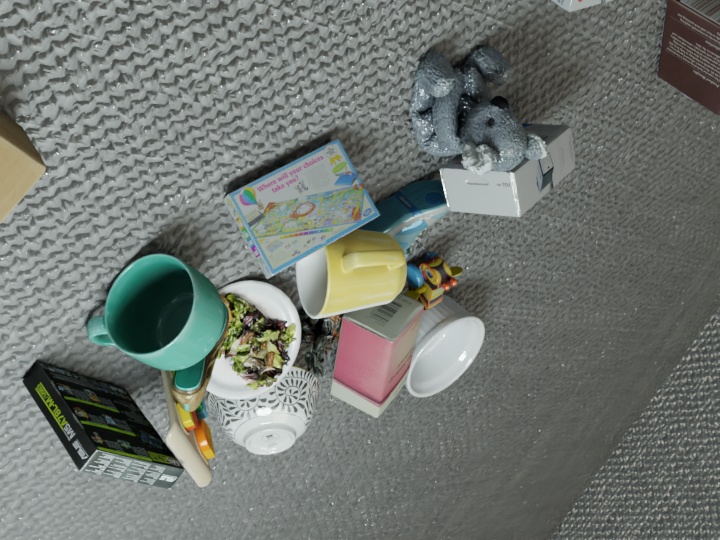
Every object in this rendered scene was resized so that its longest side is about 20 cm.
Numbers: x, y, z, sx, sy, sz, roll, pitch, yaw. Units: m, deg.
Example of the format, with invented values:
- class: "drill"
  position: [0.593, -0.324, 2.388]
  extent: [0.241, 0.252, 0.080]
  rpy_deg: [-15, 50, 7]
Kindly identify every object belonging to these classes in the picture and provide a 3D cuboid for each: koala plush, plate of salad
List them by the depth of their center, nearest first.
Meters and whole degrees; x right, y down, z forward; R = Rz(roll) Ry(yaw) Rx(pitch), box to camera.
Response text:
- class: "koala plush"
  position: [0.191, -0.226, 1.698]
  extent: [0.176, 0.200, 0.185]
  rpy_deg: [-16, 137, -37]
- class: "plate of salad"
  position: [-0.183, 0.116, 1.729]
  extent: [0.198, 0.048, 0.202]
  rpy_deg: [-8, 107, -26]

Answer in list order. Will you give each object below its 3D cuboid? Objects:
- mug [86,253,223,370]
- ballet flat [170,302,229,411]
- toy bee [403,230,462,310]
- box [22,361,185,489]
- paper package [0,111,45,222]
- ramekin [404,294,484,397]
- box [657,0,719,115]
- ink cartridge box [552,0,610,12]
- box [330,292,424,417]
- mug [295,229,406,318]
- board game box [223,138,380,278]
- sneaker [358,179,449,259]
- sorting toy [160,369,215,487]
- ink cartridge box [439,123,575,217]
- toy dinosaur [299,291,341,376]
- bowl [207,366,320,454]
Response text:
- class: "mug"
  position: [-0.286, 0.062, 1.549]
  extent: [0.114, 0.184, 0.153]
  rpy_deg: [40, 70, -59]
- class: "ballet flat"
  position: [-0.242, 0.133, 1.625]
  extent: [0.067, 0.201, 0.073]
  rpy_deg: [6, 133, 1]
- class: "toy bee"
  position: [0.128, 0.016, 1.968]
  extent: [0.131, 0.109, 0.200]
  rpy_deg: [-40, 146, -5]
- class: "box"
  position: [-0.374, 0.228, 1.566]
  extent: [0.048, 0.193, 0.200]
  rpy_deg: [-47, 147, 7]
- class: "paper package"
  position: [-0.480, -0.115, 1.174]
  extent: [0.191, 0.103, 0.200]
  rpy_deg: [-48, 146, 1]
- class: "ramekin"
  position: [0.142, 0.143, 2.124]
  extent: [0.199, 0.098, 0.202]
  rpy_deg: [-29, 144, -24]
- class: "box"
  position: [0.688, -0.444, 2.040]
  extent: [0.164, 0.166, 0.201]
  rpy_deg: [-34, 145, -18]
- class: "ink cartridge box"
  position: [0.392, -0.514, 1.718]
  extent: [0.199, 0.084, 0.147]
  rpy_deg: [-21, 139, -32]
- class: "box"
  position: [0.029, 0.144, 1.959]
  extent: [0.128, 0.108, 0.201]
  rpy_deg: [-46, 155, -44]
- class: "mug"
  position: [-0.003, 0.006, 1.709]
  extent: [0.152, 0.187, 0.151]
  rpy_deg: [-2, 114, -23]
- class: "board game box"
  position: [-0.086, -0.094, 1.602]
  extent: [0.199, 0.135, 0.034]
  rpy_deg: [-29, -179, -22]
- class: "sneaker"
  position: [0.083, -0.071, 1.856]
  extent: [0.198, 0.080, 0.131]
  rpy_deg: [-24, 140, -15]
- class: "sorting toy"
  position: [-0.269, 0.211, 1.671]
  extent: [0.036, 0.201, 0.186]
  rpy_deg: [-14, 143, 2]
- class: "ink cartridge box"
  position: [0.250, -0.174, 1.808]
  extent: [0.200, 0.145, 0.087]
  rpy_deg: [-40, 126, -40]
- class: "toy dinosaur"
  position: [-0.082, 0.095, 1.857]
  extent: [0.136, 0.101, 0.201]
  rpy_deg: [-55, 138, -24]
- class: "bowl"
  position: [-0.161, 0.255, 1.844]
  extent: [0.198, 0.095, 0.202]
  rpy_deg: [-7, 143, -5]
